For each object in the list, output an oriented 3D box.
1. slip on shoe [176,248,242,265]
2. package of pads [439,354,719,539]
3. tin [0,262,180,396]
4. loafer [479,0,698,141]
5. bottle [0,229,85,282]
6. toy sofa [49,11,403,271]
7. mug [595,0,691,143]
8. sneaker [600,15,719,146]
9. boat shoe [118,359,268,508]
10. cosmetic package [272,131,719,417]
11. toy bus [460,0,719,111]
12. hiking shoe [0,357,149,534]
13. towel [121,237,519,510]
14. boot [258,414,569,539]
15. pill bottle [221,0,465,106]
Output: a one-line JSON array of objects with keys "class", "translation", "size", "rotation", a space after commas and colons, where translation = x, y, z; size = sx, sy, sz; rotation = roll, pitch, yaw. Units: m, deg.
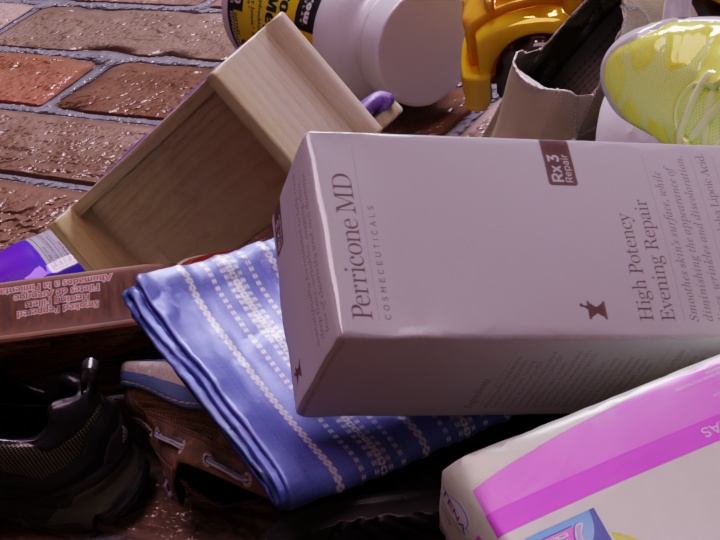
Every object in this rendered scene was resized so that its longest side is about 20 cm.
[{"class": "slip on shoe", "translation": [0.000, 0.000, 0.811], "size": [0.199, 0.061, 0.074], "rotation": [-3, 43, -10]}, {"class": "package of pads", "translation": [0.150, 0.112, 0.608], "size": [0.200, 0.068, 0.155], "rotation": [-22, 58, -11]}, {"class": "tin", "translation": [-0.151, 0.037, 0.866], "size": [0.199, 0.112, 0.042], "rotation": [-7, 65, -1]}, {"class": "loafer", "translation": [0.108, -0.091, 0.940], "size": [0.200, 0.068, 0.076], "rotation": [-52, 41, 12]}, {"class": "bottle", "translation": [-0.185, 0.010, 0.991], "size": [0.200, 0.065, 0.084], "rotation": [-26, 24, -17]}, {"class": "toy sofa", "translation": [-0.075, -0.056, 0.881], "size": [0.200, 0.083, 0.098], "rotation": [-34, 10, 48]}, {"class": "mug", "translation": [0.219, -0.089, 0.846], "size": [0.175, 0.201, 0.148], "rotation": [0, 7, 32]}, {"class": "sneaker", "translation": [0.193, -0.061, 0.732], "size": [0.200, 0.076, 0.076], "rotation": [29, 27, 27]}, {"class": "boat shoe", "translation": [-0.075, 0.080, 0.799], "size": [0.072, 0.073, 0.200], "rotation": [4, -5, -22]}, {"class": "cosmetic package", "translation": [0.070, 0.003, 0.681], "size": [0.199, 0.074, 0.102], "rotation": [0, 58, -18]}, {"class": "toy bus", "translation": [0.147, -0.203, 1.001], "size": [0.199, 0.192, 0.136], "rotation": [-9, 32, 13]}, {"class": "hiking shoe", "translation": [-0.214, 0.088, 0.836], "size": [0.199, 0.101, 0.076], "rotation": [-10, 29, 8]}, {"class": "towel", "translation": [0.011, 0.022, 0.723], "size": [0.200, 0.024, 0.145], "rotation": [-20, 49, -28]}, {"class": "boot", "translation": [0.046, 0.082, 0.745], "size": [0.210, 0.080, 0.158], "rotation": [-8, 35, -9]}, {"class": "pill bottle", "translation": [-0.010, -0.184, 1.195], "size": [0.112, 0.113, 0.200], "rotation": [-30, 32, -24]}]
